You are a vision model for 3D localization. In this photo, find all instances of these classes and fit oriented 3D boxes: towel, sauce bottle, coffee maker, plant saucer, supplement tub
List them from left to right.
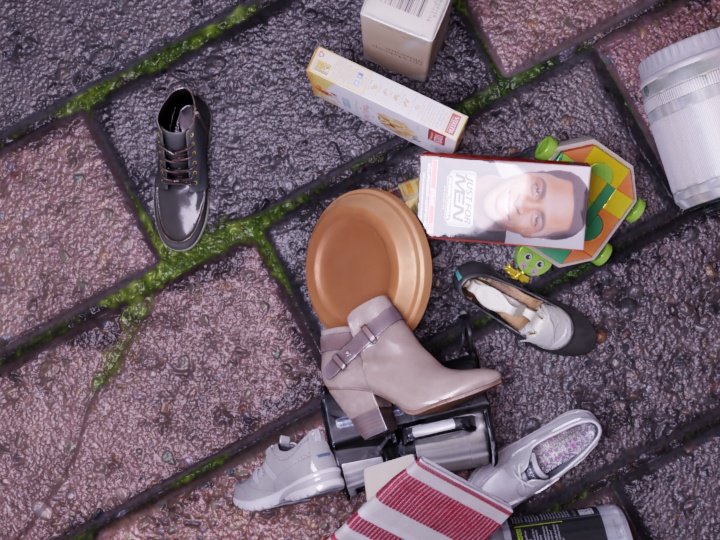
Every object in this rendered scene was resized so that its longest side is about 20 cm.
[{"bbox_3d":[0.000,0.000,1.299,0.200,0.037,0.201,3,94,43],"label":"plant saucer"},{"bbox_3d":[0.055,0.169,1.314,0.199,0.135,0.193,-11,49,1],"label":"coffee maker"},{"bbox_3d":[0.053,0.291,1.179,0.144,0.023,0.200,31,117,-25],"label":"towel"},{"bbox_3d":[0.133,-0.107,1.349,0.199,0.066,0.066,-20,86,-3],"label":"sauce bottle"},{"bbox_3d":[0.225,0.355,1.287,0.199,0.123,0.123,-7,86,2],"label":"supplement tub"}]

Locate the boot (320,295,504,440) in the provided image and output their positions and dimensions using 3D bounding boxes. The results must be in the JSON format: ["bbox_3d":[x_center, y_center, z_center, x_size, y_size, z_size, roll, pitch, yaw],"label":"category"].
[{"bbox_3d":[0.047,0.098,1.214,0.199,0.070,0.147,-23,74,13],"label":"boot"}]

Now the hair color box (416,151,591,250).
[{"bbox_3d":[0.169,-0.084,1.270,0.199,0.061,0.102,4,99,8],"label":"hair color box"}]

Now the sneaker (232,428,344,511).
[{"bbox_3d":[-0.089,0.242,1.292,0.074,0.200,0.082,1,71,-41],"label":"sneaker"}]

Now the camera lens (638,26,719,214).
[{"bbox_3d":[0.436,-0.179,1.293,0.159,0.160,0.201,-18,86,1],"label":"camera lens"}]

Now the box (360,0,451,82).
[{"bbox_3d":[0.056,-0.300,1.293,0.095,0.200,0.078,22,87,4],"label":"box"}]

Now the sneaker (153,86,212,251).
[{"bbox_3d":[-0.232,-0.127,1.339,0.074,0.106,0.201,2,87,2],"label":"sneaker"}]

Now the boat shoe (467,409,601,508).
[{"bbox_3d":[0.215,0.243,1.321,0.199,0.069,0.072,-29,86,0],"label":"boat shoe"}]

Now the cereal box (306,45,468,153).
[{"bbox_3d":[0.034,-0.203,1.317,0.199,0.144,0.040,27,88,4],"label":"cereal box"}]

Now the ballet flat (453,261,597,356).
[{"bbox_3d":[0.202,0.057,1.332,0.199,0.068,0.068,27,104,4],"label":"ballet flat"}]

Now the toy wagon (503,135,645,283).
[{"bbox_3d":[0.253,-0.065,1.327,0.155,0.040,0.200,31,102,-15],"label":"toy wagon"}]

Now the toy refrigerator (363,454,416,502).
[{"bbox_3d":[0.069,0.313,1.259,0.070,0.076,0.200,-18,128,8],"label":"toy refrigerator"}]
